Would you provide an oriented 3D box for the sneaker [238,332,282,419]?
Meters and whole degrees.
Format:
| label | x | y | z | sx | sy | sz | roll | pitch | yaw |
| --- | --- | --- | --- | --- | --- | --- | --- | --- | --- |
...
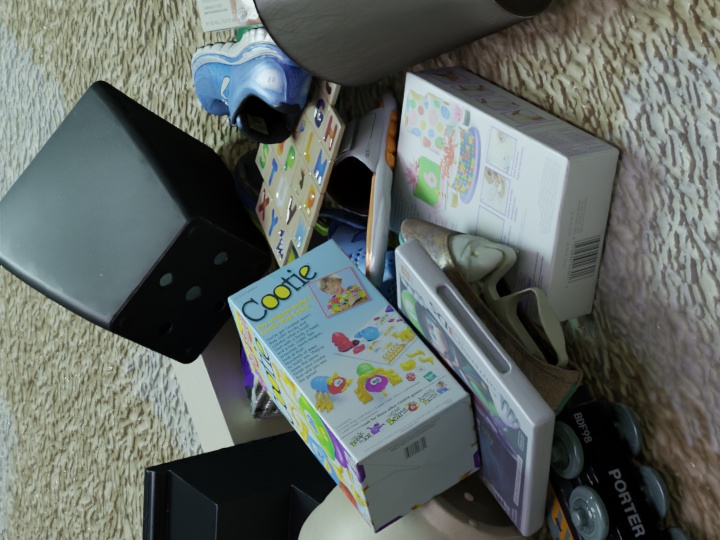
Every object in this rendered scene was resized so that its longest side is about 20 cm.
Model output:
| label | x | y | z | sx | sy | sz | roll | pitch | yaw |
| --- | --- | --- | --- | --- | --- | --- | --- | --- | --- |
| sneaker | -0.083 | 0.070 | 1.690 | 0.200 | 0.070 | 0.100 | 121 | 137 | -64 |

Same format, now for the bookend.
| label | x | y | z | sx | sy | sz | roll | pitch | yaw |
| --- | --- | --- | --- | --- | --- | --- | --- | --- | --- |
| bookend | -0.065 | 0.238 | 1.632 | 0.200 | 0.199 | 0.092 | 26 | 118 | 47 |

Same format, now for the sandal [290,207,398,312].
| label | x | y | z | sx | sy | sz | roll | pitch | yaw |
| --- | --- | --- | --- | --- | --- | --- | --- | --- | --- |
| sandal | 0.000 | 0.000 | 1.526 | 0.200 | 0.087 | 0.080 | 44 | 120 | 56 |

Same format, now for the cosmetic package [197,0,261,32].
| label | x | y | z | sx | sy | sz | roll | pitch | yaw |
| --- | --- | --- | --- | --- | --- | --- | --- | --- | --- |
| cosmetic package | -0.091 | -0.311 | 1.500 | 0.087 | 0.103 | 0.200 | -1 | 105 | 44 |

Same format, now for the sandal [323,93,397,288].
| label | x | y | z | sx | sy | sz | roll | pitch | yaw |
| --- | --- | --- | --- | --- | --- | --- | --- | --- | --- |
| sandal | -0.003 | -0.074 | 1.488 | 0.079 | 0.059 | 0.207 | 97 | 178 | -46 |

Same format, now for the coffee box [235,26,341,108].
| label | x | y | z | sx | sy | sz | roll | pitch | yaw |
| --- | --- | --- | --- | --- | --- | --- | --- | --- | --- |
| coffee box | -0.062 | -0.215 | 1.619 | 0.123 | 0.044 | 0.200 | 38 | 129 | 39 |

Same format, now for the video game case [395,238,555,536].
| label | x | y | z | sx | sy | sz | roll | pitch | yaw |
| --- | --- | --- | --- | --- | --- | --- | --- | --- | --- |
| video game case | 0.085 | 0.094 | 1.363 | 0.182 | 0.023 | 0.200 | 53 | 164 | 28 |

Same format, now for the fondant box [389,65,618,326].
| label | x | y | z | sx | sy | sz | roll | pitch | yaw |
| --- | --- | --- | --- | --- | --- | --- | --- | --- | --- |
| fondant box | 0.110 | -0.064 | 1.421 | 0.200 | 0.058 | 0.144 | 34 | 127 | 43 |

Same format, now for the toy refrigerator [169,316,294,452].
| label | x | y | z | sx | sy | sz | roll | pitch | yaw |
| --- | --- | --- | --- | --- | --- | --- | --- | --- | --- |
| toy refrigerator | -0.138 | 0.111 | 1.800 | 0.070 | 0.076 | 0.200 | -38 | 71 | 52 |

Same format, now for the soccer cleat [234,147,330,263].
| label | x | y | z | sx | sy | sz | roll | pitch | yaw |
| --- | --- | --- | --- | --- | --- | --- | --- | --- | --- |
| soccer cleat | -0.055 | -0.027 | 1.672 | 0.200 | 0.065 | 0.084 | 59 | 172 | 15 |

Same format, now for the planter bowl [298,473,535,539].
| label | x | y | z | sx | sy | sz | roll | pitch | yaw |
| --- | --- | --- | --- | --- | --- | --- | --- | --- | --- |
| planter bowl | 0.066 | 0.220 | 1.467 | 0.200 | 0.200 | 0.135 | 52 | 125 | 31 |

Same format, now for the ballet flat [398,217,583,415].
| label | x | y | z | sx | sy | sz | roll | pitch | yaw |
| --- | --- | --- | --- | --- | --- | --- | --- | --- | --- |
| ballet flat | 0.107 | 0.022 | 1.364 | 0.067 | 0.068 | 0.200 | -47 | 68 | 30 |

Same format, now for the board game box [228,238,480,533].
| label | x | y | z | sx | sy | sz | roll | pitch | yaw |
| --- | --- | --- | --- | --- | --- | --- | --- | --- | --- |
| board game box | -0.006 | 0.089 | 1.408 | 0.200 | 0.105 | 0.103 | 49 | 162 | 37 |

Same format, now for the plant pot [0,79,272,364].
| label | x | y | z | sx | sy | sz | roll | pitch | yaw |
| --- | --- | --- | --- | --- | --- | --- | --- | --- | --- |
| plant pot | -0.205 | -0.027 | 1.690 | 0.200 | 0.199 | 0.177 | -52 | 55 | 5 |

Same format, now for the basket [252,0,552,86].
| label | x | y | z | sx | sy | sz | roll | pitch | yaw |
| --- | --- | --- | --- | --- | --- | --- | --- | --- | --- |
| basket | 0.046 | -0.231 | 1.384 | 0.200 | 0.180 | 0.136 | -9 | 73 | 44 |

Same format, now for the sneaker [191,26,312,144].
| label | x | y | z | sx | sy | sz | roll | pitch | yaw |
| --- | --- | --- | --- | --- | --- | --- | --- | --- | --- |
| sneaker | -0.100 | -0.155 | 1.554 | 0.200 | 0.079 | 0.089 | 172 | 104 | -67 |

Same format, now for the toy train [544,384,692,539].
| label | x | y | z | sx | sy | sz | roll | pitch | yaw |
| --- | --- | --- | --- | --- | --- | --- | --- | --- | --- |
| toy train | 0.187 | 0.191 | 1.380 | 0.200 | 0.085 | 0.114 | 67 | 153 | 14 |

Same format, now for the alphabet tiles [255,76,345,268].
| label | x | y | z | sx | sy | sz | roll | pitch | yaw |
| --- | --- | --- | --- | --- | --- | --- | --- | --- | --- |
| alphabet tiles | -0.055 | -0.110 | 1.546 | 0.166 | 0.006 | 0.200 | -116 | 37 | -51 |
